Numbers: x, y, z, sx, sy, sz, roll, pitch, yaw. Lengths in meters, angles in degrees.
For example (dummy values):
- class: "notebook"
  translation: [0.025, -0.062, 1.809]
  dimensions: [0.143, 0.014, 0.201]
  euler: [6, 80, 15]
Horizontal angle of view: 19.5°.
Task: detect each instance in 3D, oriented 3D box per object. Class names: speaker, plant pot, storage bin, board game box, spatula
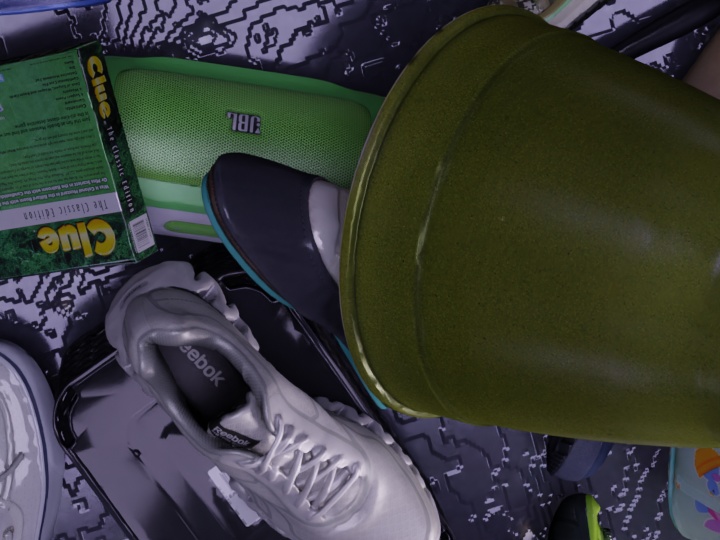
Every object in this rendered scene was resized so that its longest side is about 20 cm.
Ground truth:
- class: "speaker"
  translation: [-0.064, -0.056, 1.056]
  dimensions: [0.198, 0.088, 0.089]
  euler: [7, 100, -8]
- class: "plant pot"
  translation: [0.126, -0.005, 0.948]
  dimensions: [0.192, 0.200, 0.202]
  euler: [17, 103, 36]
- class: "storage bin"
  translation: [-0.055, 0.100, 1.084]
  dimensions: [0.135, 0.094, 0.201]
  euler: [-34, 104, 2]
- class: "board game box"
  translation: [-0.196, -0.045, 1.021]
  dimensions: [0.198, 0.023, 0.106]
  euler: [-6, 103, 31]
- class: "spatula"
  translation: [0.120, -0.095, 1.087]
  dimensions: [0.199, 0.057, 0.021]
  euler: [-36, 78, -8]

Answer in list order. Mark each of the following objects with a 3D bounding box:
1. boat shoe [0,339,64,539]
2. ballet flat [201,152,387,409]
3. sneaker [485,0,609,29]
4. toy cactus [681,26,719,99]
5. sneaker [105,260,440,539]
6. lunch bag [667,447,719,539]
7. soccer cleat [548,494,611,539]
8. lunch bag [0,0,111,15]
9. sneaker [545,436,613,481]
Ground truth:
- class: "boat shoe"
  translation: [-0.209, 0.139, 1.070]
  dimensions: [0.074, 0.086, 0.204]
  euler: [15, 104, 20]
- class: "ballet flat"
  translation: [0.000, 0.000, 1.004]
  dimensions: [0.073, 0.073, 0.200]
  euler: [-38, 135, 2]
- class: "sneaker"
  translation: [0.103, -0.175, 1.066]
  dimensions: [0.200, 0.077, 0.089]
  euler: [-40, 90, -3]
- class: "toy cactus"
  translation: [0.233, -0.130, 1.062]
  dimensions: [0.199, 0.103, 0.165]
  euler: [9, 135, -46]
- class: "sneaker"
  translation: [-0.041, 0.082, 0.995]
  dimensions: [0.200, 0.081, 0.075]
  euler: [41, 93, -14]
- class: "lunch bag"
  translation: [0.241, 0.048, 1.079]
  dimensions: [0.159, 0.077, 0.202]
  euler: [-14, 118, -32]
- class: "soccer cleat"
  translation: [0.092, 0.218, 1.133]
  dimensions: [0.080, 0.068, 0.202]
  euler: [7, 101, 5]
- class: "lunch bag"
  translation: [-0.209, -0.187, 0.988]
  dimensions: [0.198, 0.136, 0.134]
  euler: [-6, 102, -4]
- class: "sneaker"
  translation: [0.170, 0.033, 1.107]
  dimensions: [0.082, 0.070, 0.201]
  euler: [26, 99, -12]
